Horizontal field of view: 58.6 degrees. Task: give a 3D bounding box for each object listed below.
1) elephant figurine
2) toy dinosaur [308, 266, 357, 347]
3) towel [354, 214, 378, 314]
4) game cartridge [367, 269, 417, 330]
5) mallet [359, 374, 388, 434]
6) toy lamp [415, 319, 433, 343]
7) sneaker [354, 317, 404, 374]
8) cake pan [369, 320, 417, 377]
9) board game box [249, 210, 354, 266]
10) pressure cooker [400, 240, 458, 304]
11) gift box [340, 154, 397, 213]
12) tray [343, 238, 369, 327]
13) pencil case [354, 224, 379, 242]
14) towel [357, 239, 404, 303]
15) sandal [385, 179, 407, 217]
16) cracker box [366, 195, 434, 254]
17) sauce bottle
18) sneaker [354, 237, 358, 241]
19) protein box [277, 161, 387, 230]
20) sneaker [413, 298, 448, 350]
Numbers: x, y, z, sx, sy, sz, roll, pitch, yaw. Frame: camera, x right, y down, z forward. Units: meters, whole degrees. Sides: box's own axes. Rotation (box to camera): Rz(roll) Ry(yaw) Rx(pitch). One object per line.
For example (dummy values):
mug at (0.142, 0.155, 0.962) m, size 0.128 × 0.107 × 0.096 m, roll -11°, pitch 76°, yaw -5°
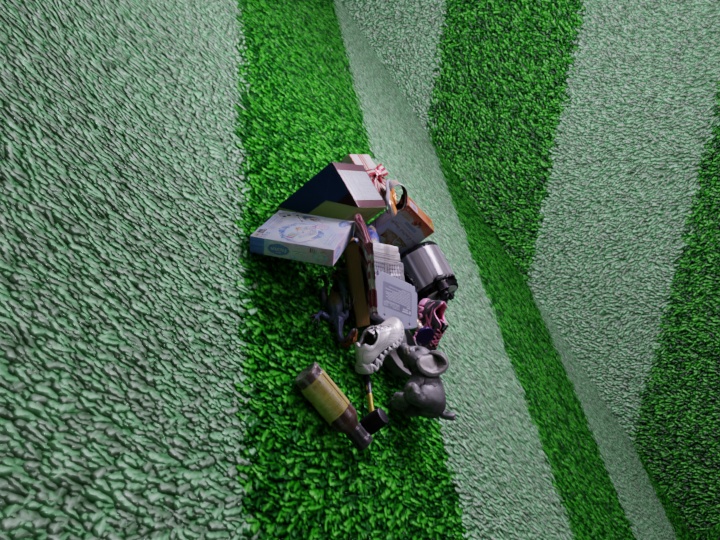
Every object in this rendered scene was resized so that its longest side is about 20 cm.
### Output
elephant figurine at (0.154, 0.248, 1.576) m, size 0.155 × 0.140 × 0.203 m, roll 38°, pitch 53°, yaw -30°
toy dinosaur at (-0.044, 0.090, 1.538) m, size 0.200 × 0.103 × 0.186 m, roll 3°, pitch 72°, yaw -73°
towel at (0.012, -0.014, 1.534) m, size 0.145 × 0.022 × 0.204 m, roll -110°, pitch -167°, yaw -58°
game cartridge at (0.084, 0.086, 1.689) m, size 0.198 × 0.040 × 0.136 m, roll 24°, pitch 58°, yaw -48°
mallet at (0.013, 0.293, 1.451) m, size 0.041 × 0.066 × 0.201 m, roll 43°, pitch 12°, yaw -26°
toy lamp at (0.143, 0.130, 1.827) m, size 0.058 × 0.058 × 0.201 m, roll 38°, pitch 11°, yaw -34°
sneaker at (0.046, 0.163, 1.544) m, size 0.200 × 0.074 × 0.083 m, roll -46°, pitch 129°, yaw -49°
cake pan at (0.091, 0.197, 1.713) m, size 0.200 × 0.036 × 0.202 m, roll 44°, pitch 26°, yaw -27°
board game box at (-0.129, -0.079, 1.486) m, size 0.200 × 0.194 × 0.044 m, roll -58°, pitch 155°, yaw -64°
pressure cooker at (0.206, 0.033, 1.974) m, size 0.175 × 0.177 × 0.203 m, roll 10°, pitch 48°, yaw -62°
gift box at (-0.001, -0.227, 1.904) m, size 0.202 × 0.186 × 0.184 m, roll 54°, pitch 24°, yaw 0°
tray at (-0.012, 0.027, 1.584) m, size 0.099 × 0.036 × 0.205 m, roll -119°, pitch -159°, yaw -78°
pencil case at (0.032, -0.036, 1.852) m, size 0.085 × 0.079 × 0.203 m, roll 2°, pitch 52°, yaw -26°
towel at (0.068, 0.022, 1.737) m, size 0.198 × 0.034 × 0.197 m, roll 13°, pitch 65°, yaw -53°
sandal at (0.106, -0.202, 1.803) m, size 0.208 × 0.058 × 0.081 m, roll -85°, pitch 158°, yaw -65°
cracker box at (0.108, -0.117, 1.952) m, size 0.133 × 0.199 × 0.058 m, roll 39°, pitch 28°, yaw -30°
sauce bottle at (-0.051, 0.280, 1.299) m, size 0.201 × 0.064 × 0.065 m, roll 52°, pitch 23°, yaw -8°
sneaker at (0.000, 0.000, 1.737) m, size 0.077 × 0.075 × 0.203 m, roll -8°, pitch 71°, yaw -61°
protein box at (-0.070, -0.167, 1.675) m, size 0.137 × 0.197 × 0.199 m, roll 59°, pitch 23°, yaw 7°
sneaker at (0.207, 0.175, 1.832) m, size 0.078 × 0.094 × 0.205 m, roll 22°, pitch 68°, yaw -44°
